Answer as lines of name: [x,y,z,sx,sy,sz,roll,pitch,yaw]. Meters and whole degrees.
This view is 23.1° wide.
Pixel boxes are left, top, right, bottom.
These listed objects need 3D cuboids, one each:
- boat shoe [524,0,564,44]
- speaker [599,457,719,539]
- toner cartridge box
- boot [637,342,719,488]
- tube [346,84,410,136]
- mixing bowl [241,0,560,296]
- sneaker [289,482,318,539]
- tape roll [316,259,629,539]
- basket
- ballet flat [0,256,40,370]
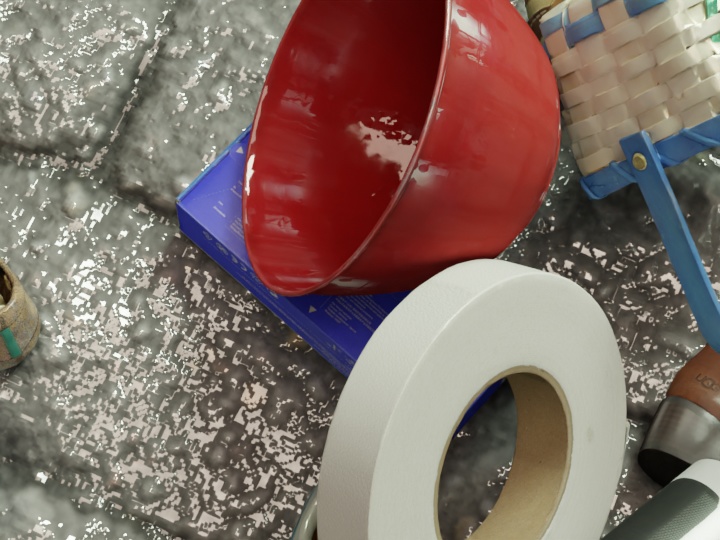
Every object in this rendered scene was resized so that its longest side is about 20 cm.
boat shoe: [0.188,-0.176,1.035,0.198,0.076,0.074,-18,68,-9]
speaker: [0.120,0.180,0.855,0.199,0.081,0.081,-34,74,-22]
toner cartridge box: [0.000,0.000,0.981,0.200,0.043,0.095,41,72,13]
boot: [0.272,0.070,0.965,0.187,0.069,0.201,28,64,16]
tube: [0.050,-0.159,1.042,0.077,0.050,0.201,29,67,5]
mixing bowl: [0.031,-0.069,0.903,0.108,0.200,0.202,18,67,-28]
sneaker: [-0.023,0.185,0.892,0.076,0.081,0.202,16,71,3]
tape roll: [0.060,0.095,0.868,0.037,0.203,0.204,14,65,41]
basket: [0.194,-0.075,0.918,0.176,0.139,0.201,-33,100,-41]
ballet flat: [-0.246,-0.032,0.974,0.068,0.067,0.200,-42,76,-16]
